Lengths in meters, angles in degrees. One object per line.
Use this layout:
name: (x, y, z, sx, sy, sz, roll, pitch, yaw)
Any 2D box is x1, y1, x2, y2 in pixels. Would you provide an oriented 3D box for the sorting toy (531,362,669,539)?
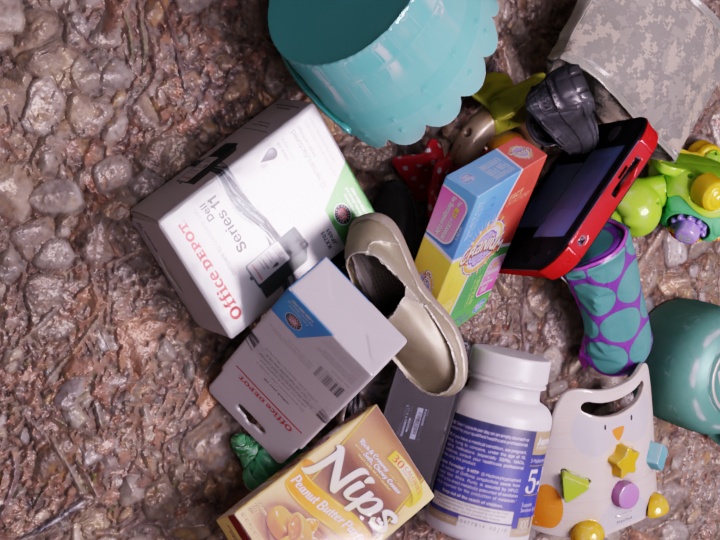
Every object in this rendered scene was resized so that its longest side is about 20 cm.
sorting toy: (0.277, 0.198, 1.586, 0.198, 0.107, 0.182, -16, 119, -26)

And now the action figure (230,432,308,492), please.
action figure: (-0.059, 0.233, 1.450, 0.200, 0.055, 0.119, 44, 68, -17)

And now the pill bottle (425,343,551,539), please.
pill bottle: (0.146, 0.189, 1.522, 0.118, 0.119, 0.203, 9, 94, -29)

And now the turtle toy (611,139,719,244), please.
turtle toy: (0.371, -0.084, 1.603, 0.197, 0.146, 0.102, 3, 118, -28)

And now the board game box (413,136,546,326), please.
board game box: (0.108, -0.025, 1.425, 0.153, 0.040, 0.202, -31, 148, -50)

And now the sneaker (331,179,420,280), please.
sneaker: (0.000, 0.000, 1.440, 0.090, 0.076, 0.203, 18, 89, -26)

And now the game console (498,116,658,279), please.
game console: (0.223, -0.078, 1.490, 0.031, 0.176, 0.201, 40, 79, -19)

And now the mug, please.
mug: (0.426, 0.123, 1.668, 0.183, 0.114, 0.154, 24, 87, -29)

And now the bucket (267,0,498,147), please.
bucket: (0.018, -0.238, 1.319, 0.135, 0.206, 0.209, 38, 80, -49)

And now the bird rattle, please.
bird rattle: (0.138, -0.121, 1.484, 0.162, 0.112, 0.202, 31, 86, -45)

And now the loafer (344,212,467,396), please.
loafer: (0.036, 0.044, 1.358, 0.202, 0.075, 0.068, 59, 34, -10)

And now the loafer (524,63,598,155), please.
loafer: (0.203, -0.158, 1.422, 0.070, 0.200, 0.069, -22, 77, 8)

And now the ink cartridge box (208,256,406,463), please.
ink cartridge box: (-0.057, 0.092, 1.364, 0.116, 0.200, 0.067, 45, 46, 2)

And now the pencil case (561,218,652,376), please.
pencil case: (0.271, 0.030, 1.552, 0.091, 0.086, 0.201, -22, 133, 3)

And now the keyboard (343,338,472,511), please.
keyboard: (0.036, 0.155, 1.487, 0.125, 0.021, 0.203, 15, 99, -8)

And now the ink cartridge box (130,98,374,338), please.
ink cartridge box: (-0.103, -0.052, 1.367, 0.199, 0.083, 0.148, -39, 115, -17)

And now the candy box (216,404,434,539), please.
candy box: (-0.033, 0.239, 1.400, 0.199, 0.055, 0.116, -34, 93, -31)

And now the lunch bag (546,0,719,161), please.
lunch bag: (0.298, -0.244, 1.536, 0.200, 0.117, 0.165, 40, 76, -32)
